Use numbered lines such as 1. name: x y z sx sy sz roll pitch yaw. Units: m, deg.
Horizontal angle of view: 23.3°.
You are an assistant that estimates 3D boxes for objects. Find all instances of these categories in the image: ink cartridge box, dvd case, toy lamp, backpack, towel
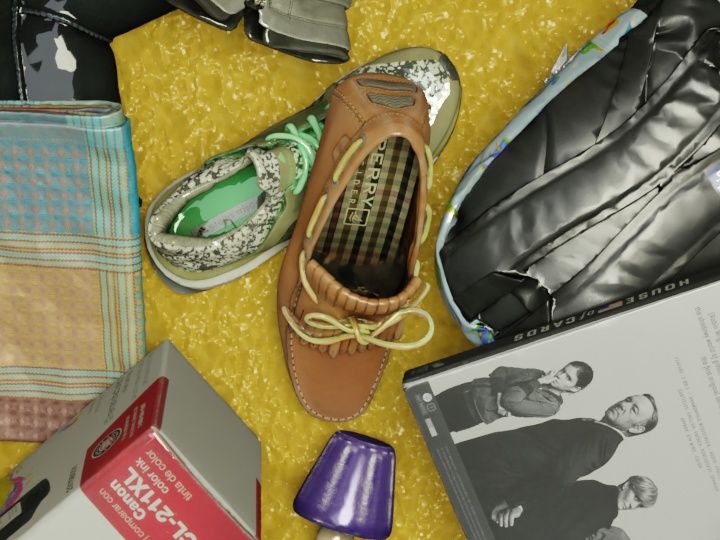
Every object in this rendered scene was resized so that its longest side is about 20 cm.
1. ink cartridge box: -0.150 0.146 0.894 0.200 0.146 0.083 -39 104 7
2. dvd case: 0.139 0.087 0.857 0.199 0.025 0.151 -19 107 13
3. toy lamp: -0.026 0.186 0.944 0.058 0.058 0.201 19 93 5
4. backpack: 0.130 -0.029 0.901 0.200 0.154 0.163 -43 94 -10
5. towel: -0.188 0.005 0.935 0.146 0.022 0.201 2 115 5

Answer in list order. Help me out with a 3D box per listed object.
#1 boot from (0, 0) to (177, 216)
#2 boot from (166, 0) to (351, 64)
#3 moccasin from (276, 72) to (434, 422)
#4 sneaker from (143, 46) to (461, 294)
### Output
1. boot: -0.142 -0.111 0.950 0.197 0.073 0.163 -3 88 9
2. boot: -0.004 -0.166 0.913 0.199 0.068 0.131 13 81 -18
3. moccasin: 0.002 0.000 0.899 0.073 0.078 0.202 9 125 -14
4. sneaker: -0.032 -0.053 0.930 0.200 0.089 0.077 -34 86 3
